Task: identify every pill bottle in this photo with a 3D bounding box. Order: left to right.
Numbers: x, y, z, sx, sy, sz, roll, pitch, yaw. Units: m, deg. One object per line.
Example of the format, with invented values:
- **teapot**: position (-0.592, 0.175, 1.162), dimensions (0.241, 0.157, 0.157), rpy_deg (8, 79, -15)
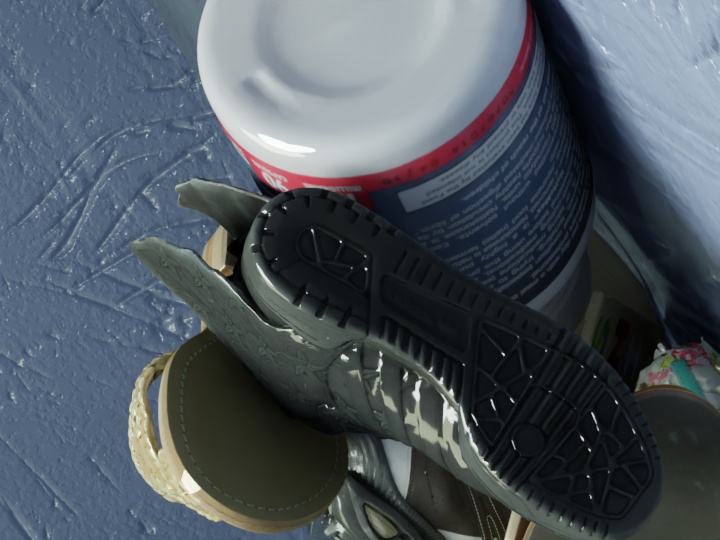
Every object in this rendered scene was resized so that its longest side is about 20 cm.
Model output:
- **pill bottle**: position (0.024, -0.040, 0.975), dimensions (0.120, 0.119, 0.200), rpy_deg (53, 176, 35)

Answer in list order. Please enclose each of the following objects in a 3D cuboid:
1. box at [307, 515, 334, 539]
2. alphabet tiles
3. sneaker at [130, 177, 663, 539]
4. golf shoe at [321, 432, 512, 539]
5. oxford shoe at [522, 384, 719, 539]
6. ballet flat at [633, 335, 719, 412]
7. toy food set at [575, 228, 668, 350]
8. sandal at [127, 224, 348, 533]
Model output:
- **box**: position (0.000, 0.000, 1.196), dimensions (0.201, 0.051, 0.158), rpy_deg (-98, 13, -48)
- **alphabet tiles**: position (0.087, 0.096, 1.035), dimensions (0.006, 0.167, 0.200), rpy_deg (14, 177, 18)
- **sneaker**: position (0.011, 0.031, 0.904), dimensions (0.199, 0.060, 0.104), rpy_deg (37, 159, 0)
- **golf shoe**: position (0.052, 0.103, 1.035), dimensions (0.078, 0.094, 0.200), rpy_deg (48, 179, 35)
- **oxford shoe**: position (0.090, 0.112, 0.956), dimensions (0.071, 0.071, 0.201), rpy_deg (-74, -1, -54)
- **ballet flat**: position (0.134, 0.079, 1.038), dimensions (0.200, 0.075, 0.064), rpy_deg (90, 156, -67)
- **toy food set**: position (0.071, 0.078, 1.152), dimensions (0.060, 0.143, 0.200), rpy_deg (43, 170, 34)
- **sandal**: position (-0.053, 0.056, 0.970), dimensions (0.077, 0.070, 0.212), rpy_deg (33, -155, -14)
